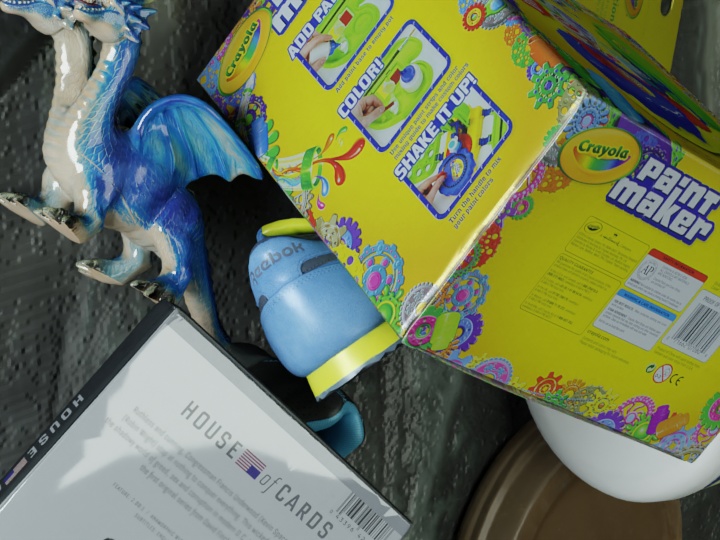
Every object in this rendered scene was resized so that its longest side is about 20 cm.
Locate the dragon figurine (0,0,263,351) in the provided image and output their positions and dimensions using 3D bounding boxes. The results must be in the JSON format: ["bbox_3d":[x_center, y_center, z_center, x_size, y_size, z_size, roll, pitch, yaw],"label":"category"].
[{"bbox_3d":[-0.083,-0.042,0.917,0.200,0.059,0.100,43,74,-39],"label":"dragon figurine"}]

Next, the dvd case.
[{"bbox_3d":[-0.093,0.133,0.908,0.200,0.025,0.150,-48,115,-5],"label":"dvd case"}]

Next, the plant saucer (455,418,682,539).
[{"bbox_3d":[0.118,0.170,1.226,0.199,0.029,0.201,-16,112,-45],"label":"plant saucer"}]

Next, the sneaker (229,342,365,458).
[{"bbox_3d":[-0.069,0.128,0.965,0.073,0.082,0.201,35,75,-49],"label":"sneaker"}]

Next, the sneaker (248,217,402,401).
[{"bbox_3d":[0.000,0.000,0.996,0.079,0.066,0.200,54,16,3],"label":"sneaker"}]

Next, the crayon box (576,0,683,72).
[{"bbox_3d":[0.091,-0.168,1.091,0.199,0.051,0.128,10,92,-48],"label":"crayon box"}]

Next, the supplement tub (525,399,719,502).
[{"bbox_3d":[0.195,0.035,1.189,0.199,0.144,0.146,-11,108,-46],"label":"supplement tub"}]

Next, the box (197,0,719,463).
[{"bbox_3d":[0.070,-0.044,0.947,0.199,0.193,0.122,23,110,-44],"label":"box"}]
